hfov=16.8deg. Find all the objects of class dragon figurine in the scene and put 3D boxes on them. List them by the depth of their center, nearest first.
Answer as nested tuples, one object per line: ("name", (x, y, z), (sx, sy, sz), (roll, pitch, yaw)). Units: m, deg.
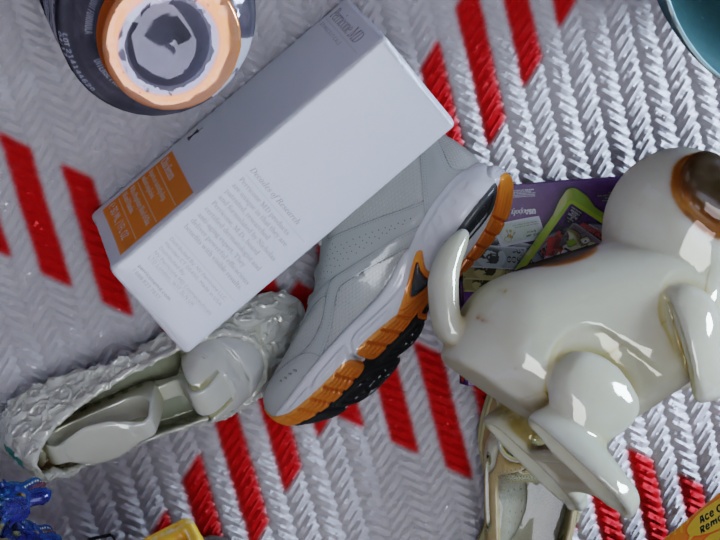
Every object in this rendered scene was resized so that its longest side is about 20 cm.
("dragon figurine", (-0.271, 0.129, 1.407), (0.198, 0.099, 0.059), (3, 108, -13))

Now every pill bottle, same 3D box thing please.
("pill bottle", (-0.114, -0.145, 1.293), (0.105, 0.200, 0.107), (-5, 111, -12))

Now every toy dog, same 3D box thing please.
("toy dog", (0.151, 0.018, 1.418), (0.194, 0.140, 0.200), (44, 78, 2))

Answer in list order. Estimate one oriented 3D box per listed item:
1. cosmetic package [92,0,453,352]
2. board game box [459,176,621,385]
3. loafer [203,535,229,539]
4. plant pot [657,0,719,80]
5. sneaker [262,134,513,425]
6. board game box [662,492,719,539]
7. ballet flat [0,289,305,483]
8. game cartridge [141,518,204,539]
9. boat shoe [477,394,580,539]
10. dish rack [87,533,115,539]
("cosmetic package", (-0.053, -0.056, 1.395), (0.200, 0.101, 0.071), (-40, 113, 2))
("board game box", (0.154, 0.003, 1.489), (0.198, 0.032, 0.121), (-4, 88, -12))
("loafer", (-0.107, 0.264, 1.513), (0.069, 0.070, 0.201), (5, 108, -16))
("plant pot", (0.242, -0.208, 1.394), (0.198, 0.135, 0.202), (-5, 111, -12))
("sneaker", (0.000, 0.000, 1.444), (0.092, 0.076, 0.200), (41, 95, 21))
("board game box", (0.243, 0.301, 1.512), (0.200, 0.200, 0.200), (-40, 135, 2))
("ballet flat", (-0.117, 0.077, 1.447), (0.199, 0.072, 0.072), (-24, 113, -5))
("game cartridge", (-0.142, 0.237, 1.389), (0.175, 0.033, 0.200), (-27, 142, -4))
("boat shoe", (0.108, 0.145, 1.526), (0.073, 0.063, 0.202), (6, 107, -15))
("dish rack", (-0.205, 0.198, 1.427), (0.198, 0.153, 0.055), (-13, 91, -11))
